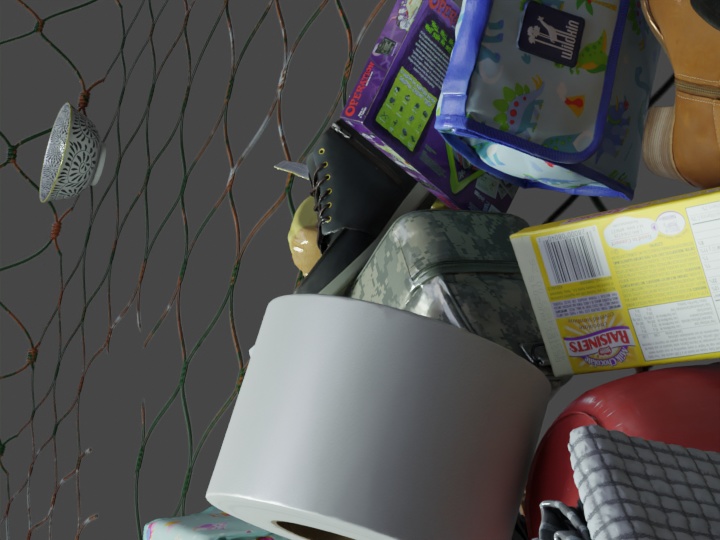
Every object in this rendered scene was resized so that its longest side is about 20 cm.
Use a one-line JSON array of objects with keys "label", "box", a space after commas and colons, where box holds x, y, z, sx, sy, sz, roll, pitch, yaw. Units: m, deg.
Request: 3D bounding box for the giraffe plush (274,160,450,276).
[{"label": "giraffe plush", "box": [0.000, 0.000, 1.414, 0.200, 0.172, 0.163, 30, 133, 39]}]

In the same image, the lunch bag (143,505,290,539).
[{"label": "lunch bag", "box": [-0.104, 0.311, 1.317, 0.170, 0.122, 0.201, -3, 96, 63]}]

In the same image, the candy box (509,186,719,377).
[{"label": "candy box", "box": [0.189, 0.007, 0.945, 0.200, 0.026, 0.102, -11, 103, 44]}]

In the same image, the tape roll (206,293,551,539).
[{"label": "tape roll", "box": [0.013, 0.116, 1.006, 0.203, 0.202, 0.140, -21, 50, 64]}]

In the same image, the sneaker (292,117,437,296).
[{"label": "sneaker", "box": [-0.023, -0.038, 1.260, 0.200, 0.106, 0.075, -50, -12, -33]}]

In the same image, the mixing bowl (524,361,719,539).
[{"label": "mixing bowl", "box": [0.172, 0.145, 0.945, 0.200, 0.108, 0.201, -166, 90, -69]}]

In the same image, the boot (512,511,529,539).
[{"label": "boot", "box": [0.057, 0.222, 1.124, 0.200, 0.076, 0.168, 41, 126, 19]}]

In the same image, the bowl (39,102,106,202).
[{"label": "bowl", "box": [-0.552, -0.219, 2.964, 0.201, 0.094, 0.201, -167, 90, -69]}]

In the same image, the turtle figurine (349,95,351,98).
[{"label": "turtle figurine", "box": [0.076, -0.148, 1.293, 0.150, 0.101, 0.200, -28, 11, 43]}]

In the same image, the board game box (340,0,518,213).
[{"label": "board game box", "box": [0.072, -0.121, 1.157, 0.032, 0.200, 0.120, 25, 83, 41]}]

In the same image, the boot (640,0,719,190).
[{"label": "boot", "box": [0.249, -0.150, 0.985, 0.155, 0.073, 0.201, -168, 79, -71]}]

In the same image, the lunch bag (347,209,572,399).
[{"label": "lunch bag", "box": [0.073, 0.075, 1.187, 0.200, 0.139, 0.168, -57, 41, 40]}]

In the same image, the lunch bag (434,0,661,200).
[{"label": "lunch bag", "box": [0.131, -0.155, 1.088, 0.127, 0.200, 0.171, 8, 83, 38]}]

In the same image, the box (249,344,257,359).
[{"label": "box", "box": [-0.003, 0.154, 1.251, 0.041, 0.200, 0.156, -38, 33, 10]}]

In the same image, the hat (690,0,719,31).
[{"label": "hat", "box": [0.290, -0.216, 0.914, 0.201, 0.081, 0.201, -43, 33, 37]}]

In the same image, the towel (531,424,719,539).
[{"label": "towel", "box": [0.191, 0.175, 0.753, 0.166, 0.199, 0.086, -107, 36, -54]}]
